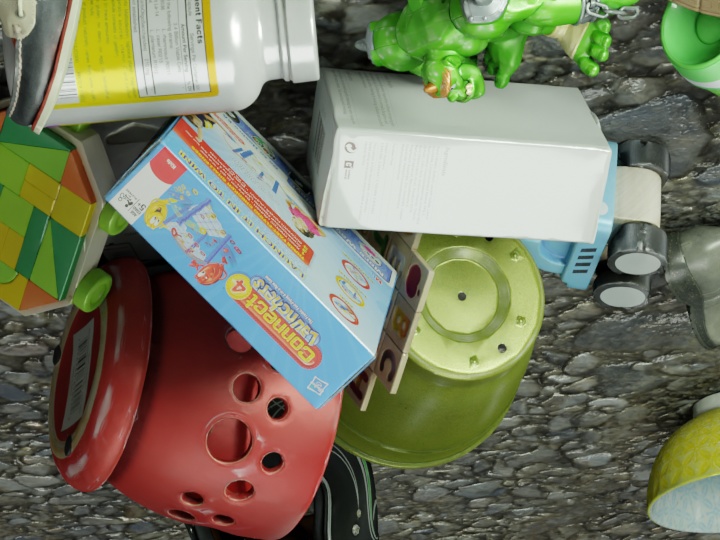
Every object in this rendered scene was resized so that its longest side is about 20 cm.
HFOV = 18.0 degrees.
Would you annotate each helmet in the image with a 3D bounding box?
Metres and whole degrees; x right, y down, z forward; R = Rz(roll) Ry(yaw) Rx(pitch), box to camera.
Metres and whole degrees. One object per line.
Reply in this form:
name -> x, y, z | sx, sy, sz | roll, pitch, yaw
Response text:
helmet -> -0.081, 0.202, 2.166 | 0.199, 0.191, 0.200 | -22, -170, 4

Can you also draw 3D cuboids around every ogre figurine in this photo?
ogre figurine -> 0.080, -0.162, 1.515 | 0.119, 0.099, 0.200 | -2, -169, -35

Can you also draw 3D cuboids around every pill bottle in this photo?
pill bottle -> -0.129, -0.152, 1.484 | 0.199, 0.105, 0.104 | -4, 156, 0

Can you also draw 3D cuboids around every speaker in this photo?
speaker -> 0.298, -0.143, 1.595 | 0.088, 0.089, 0.200 | -24, 149, 37

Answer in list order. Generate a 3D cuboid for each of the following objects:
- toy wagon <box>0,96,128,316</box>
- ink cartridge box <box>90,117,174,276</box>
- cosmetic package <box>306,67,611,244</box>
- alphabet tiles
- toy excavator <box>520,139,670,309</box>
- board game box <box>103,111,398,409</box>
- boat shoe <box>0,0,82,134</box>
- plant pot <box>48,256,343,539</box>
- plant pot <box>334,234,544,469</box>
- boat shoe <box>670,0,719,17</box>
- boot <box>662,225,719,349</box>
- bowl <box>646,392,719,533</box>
toy wagon -> -0.232, -0.067, 1.616 | 0.040, 0.155, 0.201 | -34, 152, -54
ink cartridge box -> -0.151, -0.041, 1.748 | 0.146, 0.083, 0.200 | -7, 155, 6
cosmetic package -> 0.068, -0.082, 1.611 | 0.199, 0.113, 0.081 | 6, 117, -9
alphabet tiles -> 0.000, 0.000, 1.703 | 0.006, 0.200, 0.167 | 6, 114, -28
toy excavator -> 0.142, -0.058, 1.763 | 0.199, 0.100, 0.195 | 6, 154, -2
board game box -> -0.068, -0.022, 1.544 | 0.056, 0.200, 0.196 | -43, -172, 15
boat shoe -> -0.196, -0.179, 1.375 | 0.062, 0.071, 0.201 | 10, 118, -9
plant pot -> -0.127, 0.090, 1.704 | 0.182, 0.201, 0.200 | 13, 151, -22
plant pot -> 0.057, 0.040, 1.781 | 0.199, 0.201, 0.193 | 1, 165, -12
boat shoe -> 0.270, -0.205, 1.481 | 0.199, 0.065, 0.072 | 11, 149, 11
boot -> 0.338, 0.004, 1.956 | 0.130, 0.068, 0.200 | -17, 154, 14
bowl -> 0.383, 0.185, 2.300 | 0.199, 0.108, 0.200 | -3, 156, -1
